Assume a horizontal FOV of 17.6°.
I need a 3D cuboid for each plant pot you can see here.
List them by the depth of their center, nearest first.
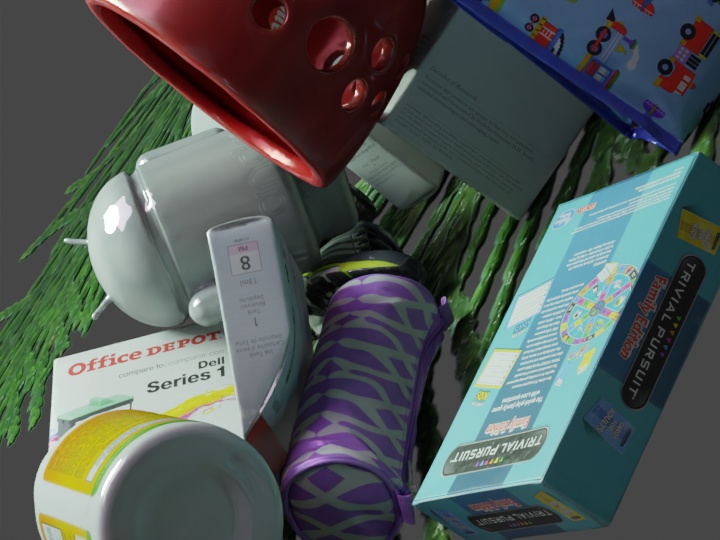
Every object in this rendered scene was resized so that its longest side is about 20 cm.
[{"bbox_3d":[-0.049,-0.183,1.482,0.183,0.200,0.200,-55,15,-5],"label":"plant pot"}]

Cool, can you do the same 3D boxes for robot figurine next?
[{"bbox_3d":[-0.104,-0.032,1.618,0.199,0.113,0.170,-23,45,-4],"label":"robot figurine"}]

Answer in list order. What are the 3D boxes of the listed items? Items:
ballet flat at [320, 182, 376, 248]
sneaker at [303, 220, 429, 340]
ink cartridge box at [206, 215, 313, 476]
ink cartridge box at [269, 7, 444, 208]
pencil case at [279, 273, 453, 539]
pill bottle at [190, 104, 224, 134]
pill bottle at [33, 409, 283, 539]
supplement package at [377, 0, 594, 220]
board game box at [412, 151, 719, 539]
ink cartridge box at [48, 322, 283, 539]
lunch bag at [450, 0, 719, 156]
[{"bbox_3d":[-0.026,-0.039,1.766,0.057,0.066,0.200,-56,-7,-6],"label":"ballet flat"},{"bbox_3d":[0.000,0.000,1.661,0.081,0.074,0.200,-57,17,-16],"label":"sneaker"},{"bbox_3d":[-0.050,0.083,1.458,0.163,0.057,0.201,71,-175,-76],"label":"ink cartridge box"},{"bbox_3d":[-0.009,-0.163,1.736,0.057,0.200,0.163,-30,29,39],"label":"ink cartridge box"},{"bbox_3d":[0.004,0.087,1.454,0.085,0.084,0.201,-11,36,17],"label":"pencil case"},{"bbox_3d":[-0.040,-0.131,1.819,0.112,0.113,0.200,-44,-11,37],"label":"pill bottle"},{"bbox_3d":[-0.129,0.139,1.373,0.111,0.111,0.200,-59,19,-12],"label":"pill bottle"},{"bbox_3d":[0.104,-0.156,1.557,0.201,0.119,0.121,-56,15,4],"label":"supplement package"},{"bbox_3d":[0.119,0.045,1.244,0.201,0.047,0.151,-63,16,-20],"label":"board game box"},{"bbox_3d":[-0.133,0.136,1.573,0.144,0.084,0.201,-14,40,7],"label":"ink cartridge box"},{"bbox_3d":[0.139,-0.188,1.363,0.151,0.199,0.094,-55,16,1],"label":"lunch bag"}]
